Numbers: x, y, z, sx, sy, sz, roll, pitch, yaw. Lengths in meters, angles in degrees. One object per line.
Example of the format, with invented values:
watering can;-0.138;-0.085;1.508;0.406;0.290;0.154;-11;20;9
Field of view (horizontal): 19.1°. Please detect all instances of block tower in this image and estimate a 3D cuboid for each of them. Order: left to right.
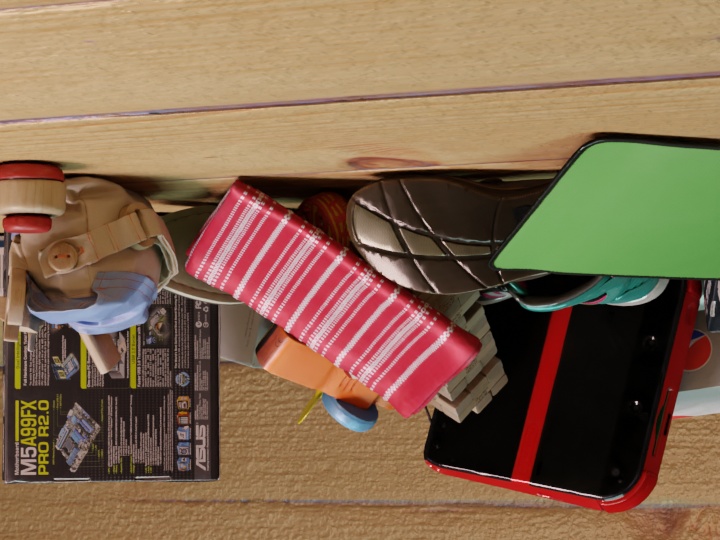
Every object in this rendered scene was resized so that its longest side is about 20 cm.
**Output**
block tower;0.051;0.031;1.495;0.058;0.054;0.200;31;159;34

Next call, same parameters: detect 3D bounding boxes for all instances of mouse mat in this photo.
mouse mat;0.193;-0.035;1.307;0.200;0.008;0.161;3;150;-22

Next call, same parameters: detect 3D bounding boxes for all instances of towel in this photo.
towel;-0.022;0.022;1.456;0.200;0.022;0.145;34;153;-5

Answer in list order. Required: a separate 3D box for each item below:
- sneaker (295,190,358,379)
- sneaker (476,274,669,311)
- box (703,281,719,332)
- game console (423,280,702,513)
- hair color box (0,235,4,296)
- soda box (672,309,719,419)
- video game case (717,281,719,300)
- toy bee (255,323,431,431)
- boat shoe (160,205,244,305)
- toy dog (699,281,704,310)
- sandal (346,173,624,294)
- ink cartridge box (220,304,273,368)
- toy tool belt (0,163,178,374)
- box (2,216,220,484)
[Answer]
sneaker;0.000;0.000;1.521;0.077;0.073;0.200;-28;149;-8
sneaker;0.105;-0.010;1.495;0.200;0.084;0.121;1;173;25
box;0.342;-0.007;1.478;0.200;0.046;0.159;-1;156;6
game console;0.149;0.068;1.574;0.177;0.200;0.031;10;169;27
hair color box;-0.255;0.009;1.810;0.100;0.061;0.200;-1;174;13
soda box;0.223;0.075;1.611;0.200;0.063;0.068;-10;157;19
video game case;0.370;0.029;1.471;0.182;0.023;0.200;-14;153;30
toy bee;0.002;0.080;1.672;0.131;0.200;0.109;-33;-150;12
boat shoe;-0.082;-0.008;1.569;0.201;0.072;0.061;0;171;-30
toy dog;0.294;0.009;1.631;0.132;0.096;0.200;1;175;-17
sandal;0.092;-0.034;1.388;0.200;0.082;0.055;-8;-164;6
ink cartridge box;-0.117;0.029;1.742;0.200;0.068;0.115;15;-176;39
toy tool belt;-0.190;0.003;1.404;0.125;0.123;0.200;-1;174;11
box;-0.186;0.058;1.590;0.160;0.200;0.044;0;175;-11
